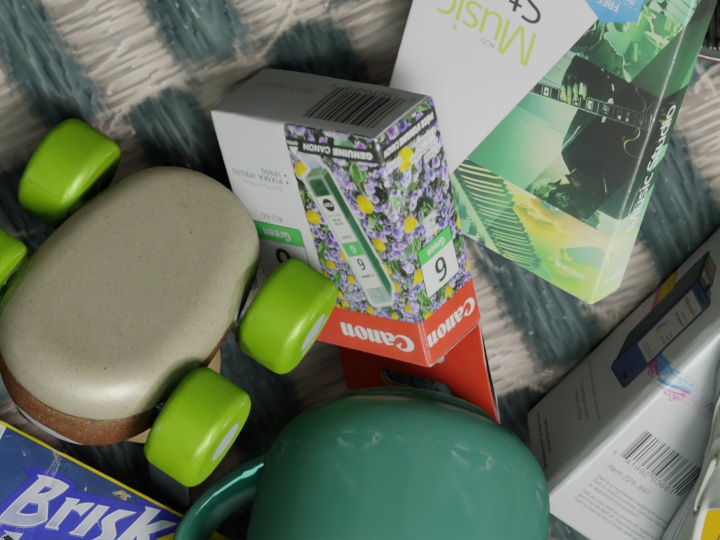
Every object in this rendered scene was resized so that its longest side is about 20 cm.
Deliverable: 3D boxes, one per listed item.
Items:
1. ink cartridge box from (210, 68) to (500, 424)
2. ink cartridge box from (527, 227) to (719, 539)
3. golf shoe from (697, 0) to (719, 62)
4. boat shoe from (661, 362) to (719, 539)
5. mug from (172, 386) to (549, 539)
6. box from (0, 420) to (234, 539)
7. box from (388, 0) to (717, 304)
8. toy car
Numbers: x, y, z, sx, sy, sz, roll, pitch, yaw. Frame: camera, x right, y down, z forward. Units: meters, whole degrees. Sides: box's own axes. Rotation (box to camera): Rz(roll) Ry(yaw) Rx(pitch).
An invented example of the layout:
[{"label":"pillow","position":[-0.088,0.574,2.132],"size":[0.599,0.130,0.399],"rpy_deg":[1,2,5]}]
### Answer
[{"label":"ink cartridge box","position":[0.000,0.000,1.420],"size":[0.109,0.050,0.200],"rpy_deg":[12,129,37]},{"label":"ink cartridge box","position":[0.208,0.073,1.481],"size":[0.145,0.088,0.200],"rpy_deg":[34,115,-21]},{"label":"golf shoe","position":[0.208,-0.121,1.371],"size":[0.200,0.077,0.088],"rpy_deg":[8,157,13]},{"label":"boat shoe","position":[0.202,0.108,1.411],"size":[0.071,0.070,0.200],"rpy_deg":[15,120,-11]},{"label":"mug","position":[0.006,0.125,1.431],"size":[0.185,0.115,0.152],"rpy_deg":[14,157,-8]},{"label":"box","position":[-0.130,0.157,1.503],"size":[0.200,0.064,0.070],"rpy_deg":[29,72,-10]},{"label":"box","position":[0.088,-0.101,1.358],"size":[0.144,0.036,0.200],"rpy_deg":[30,123,24]},{"label":"toy car","position":[-0.126,0.052,1.432],"size":[0.164,0.158,0.200],"rpy_deg":[33,146,9]}]
